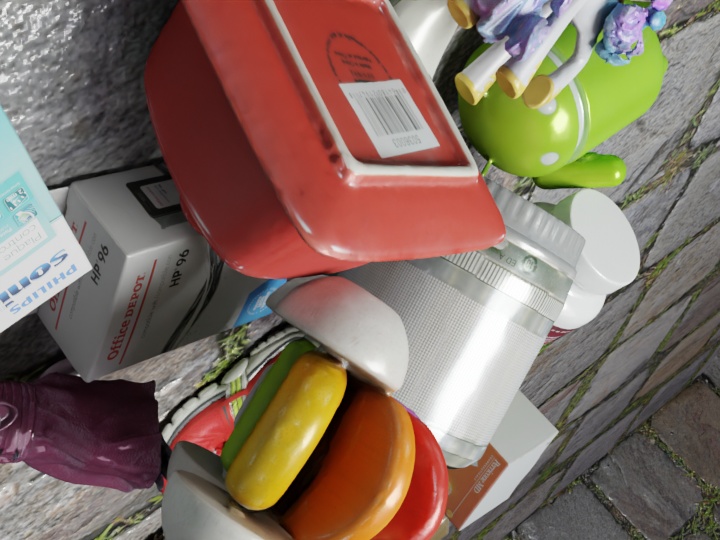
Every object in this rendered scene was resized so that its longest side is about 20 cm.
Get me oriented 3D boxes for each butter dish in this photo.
[{"bbox_3d":[-0.044,-0.069,0.584,0.147,0.201,0.199,-36,164,31],"label":"butter dish"}]

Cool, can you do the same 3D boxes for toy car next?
[{"bbox_3d":[-0.020,0.105,0.623,0.176,0.149,0.200,-58,-172,-4],"label":"toy car"}]

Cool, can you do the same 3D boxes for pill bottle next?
[{"bbox_3d":[0.138,0.012,0.912,0.112,0.114,0.199,-19,170,-45],"label":"pill bottle"}]

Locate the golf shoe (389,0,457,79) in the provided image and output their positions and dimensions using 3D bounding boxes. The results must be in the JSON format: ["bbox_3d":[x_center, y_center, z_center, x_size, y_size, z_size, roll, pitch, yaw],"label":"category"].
[{"bbox_3d":[0.021,-0.107,0.723,0.077,0.088,0.201,-2,132,-55],"label":"golf shoe"}]

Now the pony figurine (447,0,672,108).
[{"bbox_3d":[0.148,-0.202,0.672,0.200,0.167,0.193,-41,161,-6],"label":"pony figurine"}]

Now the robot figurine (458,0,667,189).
[{"bbox_3d":[0.160,-0.150,0.835,0.199,0.115,0.177,-32,126,-29],"label":"robot figurine"}]

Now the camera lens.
[{"bbox_3d":[0.057,0.032,0.779,0.201,0.159,0.160,-61,156,3],"label":"camera lens"}]

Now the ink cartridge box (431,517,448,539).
[{"bbox_3d":[-0.017,0.313,1.281,0.199,0.165,0.075,-37,155,-16],"label":"ink cartridge box"}]

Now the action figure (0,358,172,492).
[{"bbox_3d":[-0.215,0.089,0.656,0.199,0.150,0.134,16,144,-35],"label":"action figure"}]

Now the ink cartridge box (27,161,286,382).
[{"bbox_3d":[-0.131,-0.004,0.669,0.199,0.068,0.117,-20,148,-43],"label":"ink cartridge box"}]

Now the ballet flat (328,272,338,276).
[{"bbox_3d":[0.000,0.000,0.898,0.074,0.074,0.200,-37,158,-15],"label":"ballet flat"}]

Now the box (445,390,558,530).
[{"bbox_3d":[0.097,0.160,1.161,0.097,0.200,0.125,-19,147,-44],"label":"box"}]

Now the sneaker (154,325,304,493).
[{"bbox_3d":[-0.103,0.137,0.937,0.200,0.085,0.077,-43,157,-2],"label":"sneaker"}]

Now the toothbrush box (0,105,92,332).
[{"bbox_3d":[-0.221,-0.032,0.451,0.146,0.085,0.201,-37,158,-17],"label":"toothbrush box"}]

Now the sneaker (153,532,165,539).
[{"bbox_3d":[-0.207,0.301,1.098,0.199,0.070,0.076,-27,133,-42],"label":"sneaker"}]
